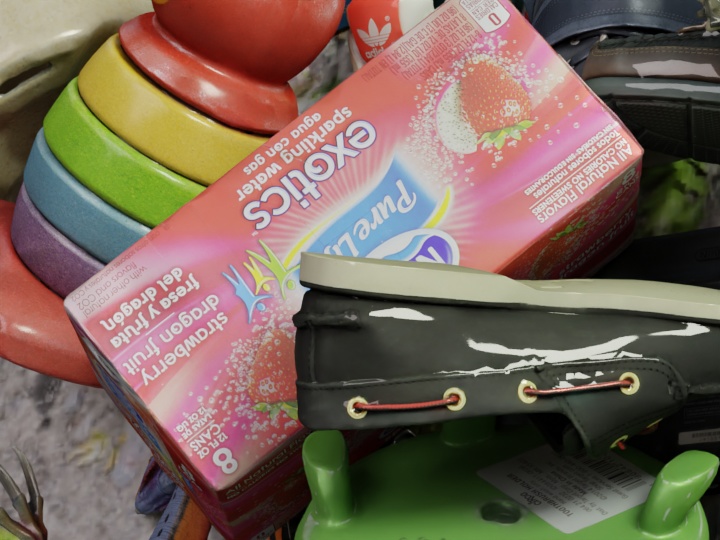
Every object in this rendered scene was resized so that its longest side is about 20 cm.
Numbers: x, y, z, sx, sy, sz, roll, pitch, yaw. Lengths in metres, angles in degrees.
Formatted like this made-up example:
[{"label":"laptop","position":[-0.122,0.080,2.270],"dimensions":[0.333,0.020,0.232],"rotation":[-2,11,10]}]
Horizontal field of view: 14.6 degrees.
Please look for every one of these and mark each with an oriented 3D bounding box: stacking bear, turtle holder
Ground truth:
[{"label":"stacking bear","position":[-0.076,-0.061,1.161],"dimensions":[0.200,0.113,0.122],"rotation":[-60,28,19]},{"label":"turtle holder","position":[0.041,0.132,0.964],"dimensions":[0.141,0.132,0.186],"rotation":[11,29,19]}]

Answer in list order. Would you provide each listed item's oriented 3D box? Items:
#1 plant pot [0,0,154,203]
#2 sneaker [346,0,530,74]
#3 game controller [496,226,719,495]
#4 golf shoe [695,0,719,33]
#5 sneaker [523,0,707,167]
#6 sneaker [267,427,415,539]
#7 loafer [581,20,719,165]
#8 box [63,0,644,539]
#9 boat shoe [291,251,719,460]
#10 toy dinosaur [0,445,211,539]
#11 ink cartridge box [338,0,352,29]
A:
[{"label":"plant pot","position":[-0.168,-0.125,1.272],"dimensions":[0.200,0.200,0.184],"rotation":[-35,60,10]},{"label":"sneaker","position":[0.017,-0.065,1.157],"dimensions":[0.070,0.093,0.200],"rotation":[-3,60,32]},{"label":"game controller","position":[0.140,0.033,1.058],"dimensions":[0.199,0.042,0.105],"rotation":[-9,72,30]},{"label":"golf shoe","position":[0.175,-0.075,0.968],"dimensions":[0.088,0.077,0.200],"rotation":[-17,66,-9]},{"label":"sneaker","position":[0.124,-0.129,1.095],"dimensions":[0.202,0.077,0.147],"rotation":[127,150,-49]},{"label":"sneaker","position":[-0.013,0.084,1.106],"dimensions":[0.070,0.090,0.200],"rotation":[-33,73,-9]},{"label":"loafer","position":[0.181,-0.071,1.041],"dimensions":[0.199,0.072,0.063],"rotation":[7,73,10]},{"label":"box","position":[0.000,0.000,1.033],"dimensions":[0.200,0.100,0.096],"rotation":[-38,73,-10]},{"label":"boat shoe","position":[0.074,0.031,0.956],"dimensions":[0.074,0.201,0.063],"rotation":[-170,84,-73]},{"label":"toy dinosaur","position":[-0.089,0.159,1.126],"dimensions":[0.200,0.105,0.182],"rotation":[39,71,6]},{"label":"ink cartridge box","position":[-0.034,-0.225,1.219],"dimensions":[0.144,0.200,0.148],"rotation":[-23,52,21]}]
